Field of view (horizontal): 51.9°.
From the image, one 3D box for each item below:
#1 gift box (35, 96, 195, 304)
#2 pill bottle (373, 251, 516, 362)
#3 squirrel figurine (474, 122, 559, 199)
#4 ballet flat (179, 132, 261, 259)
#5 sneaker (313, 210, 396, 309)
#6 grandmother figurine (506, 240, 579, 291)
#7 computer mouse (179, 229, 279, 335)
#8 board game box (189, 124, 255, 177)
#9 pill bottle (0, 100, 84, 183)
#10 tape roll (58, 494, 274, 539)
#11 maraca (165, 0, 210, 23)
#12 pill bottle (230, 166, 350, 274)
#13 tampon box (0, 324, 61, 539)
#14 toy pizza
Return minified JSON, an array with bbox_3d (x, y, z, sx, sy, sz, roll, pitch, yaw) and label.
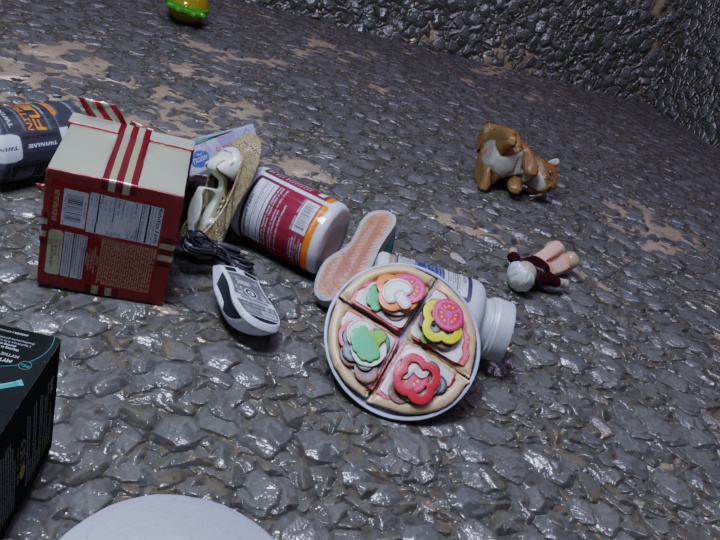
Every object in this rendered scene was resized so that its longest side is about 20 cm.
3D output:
[{"bbox_3d":[-0.318,-0.094,0.940,0.196,0.187,0.188,16,29,-16],"label":"gift box"},{"bbox_3d":[0.103,0.055,0.998,0.196,0.113,0.111,17,27,-1],"label":"pill bottle"},{"bbox_3d":[0.359,-0.251,1.684,0.183,0.143,0.201,15,29,-20],"label":"squirrel figurine"},{"bbox_3d":[-0.199,-0.116,1.046,0.069,0.204,0.065,9,-16,31],"label":"ballet flat"},{"bbox_3d":[0.000,0.000,1.089,0.070,0.081,0.201,18,47,25],"label":"sneaker"},{"bbox_3d":[0.310,-0.008,1.297,0.120,0.062,0.199,23,24,28],"label":"grandmother figurine"},{"bbox_3d":[-0.164,0.025,0.955,0.109,0.044,0.201,26,20,-39],"label":"computer mouse"},{"bbox_3d":[-0.289,-0.171,1.144,0.196,0.042,0.199,-7,17,25],"label":"board game box"},{"bbox_3d":[-0.502,-0.186,1.079,0.105,0.108,0.199,30,30,23],"label":"pill bottle"},{"bbox_3d":[-0.140,0.261,0.531,0.196,0.067,0.201,14,27,-7],"label":"tape roll"},{"bbox_3d":[-0.498,-0.763,2.122,0.134,0.109,0.201,10,29,-16],"label":"maraca"},{"bbox_3d":[-0.123,-0.085,1.115,0.197,0.115,0.113,27,29,16],"label":"pill bottle"},{"bbox_3d":[-0.339,0.142,0.560,0.147,0.128,0.201,14,28,-6],"label":"tampon box"},{"bbox_3d":[0.053,0.079,0.897,0.195,0.032,0.204,4,65,-8],"label":"toy pizza"}]
